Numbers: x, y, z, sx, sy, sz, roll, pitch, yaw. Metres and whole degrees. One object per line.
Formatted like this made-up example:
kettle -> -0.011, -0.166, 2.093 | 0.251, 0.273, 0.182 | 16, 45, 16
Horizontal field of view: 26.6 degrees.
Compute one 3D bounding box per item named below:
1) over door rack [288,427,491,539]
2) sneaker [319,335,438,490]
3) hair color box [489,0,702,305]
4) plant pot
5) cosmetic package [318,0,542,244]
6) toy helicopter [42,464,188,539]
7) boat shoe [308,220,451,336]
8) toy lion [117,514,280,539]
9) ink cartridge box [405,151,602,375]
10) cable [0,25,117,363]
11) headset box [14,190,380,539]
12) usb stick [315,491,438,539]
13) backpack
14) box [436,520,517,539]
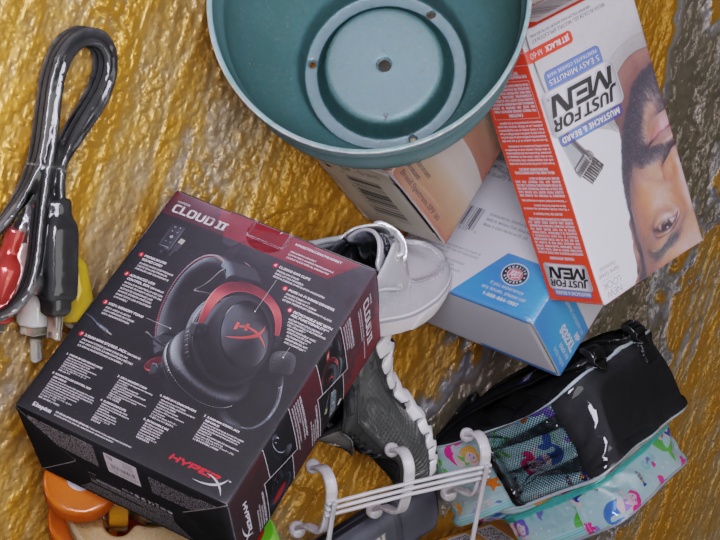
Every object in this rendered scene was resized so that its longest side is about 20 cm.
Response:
over door rack -> 0.021, 0.221, 1.169 | 0.146, 0.067, 0.202 | -9, 114, -25
sneaker -> -0.002, 0.111, 1.163 | 0.090, 0.066, 0.201 | -42, 131, -27
hair color box -> 0.161, -0.091, 1.076 | 0.110, 0.064, 0.202 | -30, 110, -29
plant pot -> 0.010, -0.150, 0.979 | 0.202, 0.199, 0.134 | -61, 168, -10
cosmetic package -> 0.062, -0.135, 1.109 | 0.201, 0.087, 0.103 | -60, 139, -13
toy helicopter -> -0.113, 0.108, 0.987 | 0.079, 0.131, 0.201 | 104, 8, -58
boat shoe -> 0.000, 0.000, 1.068 | 0.199, 0.072, 0.069 | -8, 135, -42
toy lion -> -0.126, 0.226, 0.962 | 0.190, 0.200, 0.069 | -28, 127, -16
ink cartridge box -> 0.139, -0.039, 1.198 | 0.201, 0.144, 0.084 | -55, 140, -17
cable -> -0.193, -0.044, 0.894 | 0.096, 0.050, 0.203 | 1, 93, -40
headset box -> -0.087, 0.052, 0.920 | 0.201, 0.147, 0.075 | -58, 158, -31
usb stick -> -0.007, 0.227, 1.230 | 0.199, 0.032, 0.056 | -26, 125, -42
backpack -> 0.158, 0.145, 1.253 | 0.177, 0.199, 0.152 | -25, 92, -52
box -> 0.063, 0.296, 1.334 | 0.199, 0.041, 0.120 | -4, 115, -48
